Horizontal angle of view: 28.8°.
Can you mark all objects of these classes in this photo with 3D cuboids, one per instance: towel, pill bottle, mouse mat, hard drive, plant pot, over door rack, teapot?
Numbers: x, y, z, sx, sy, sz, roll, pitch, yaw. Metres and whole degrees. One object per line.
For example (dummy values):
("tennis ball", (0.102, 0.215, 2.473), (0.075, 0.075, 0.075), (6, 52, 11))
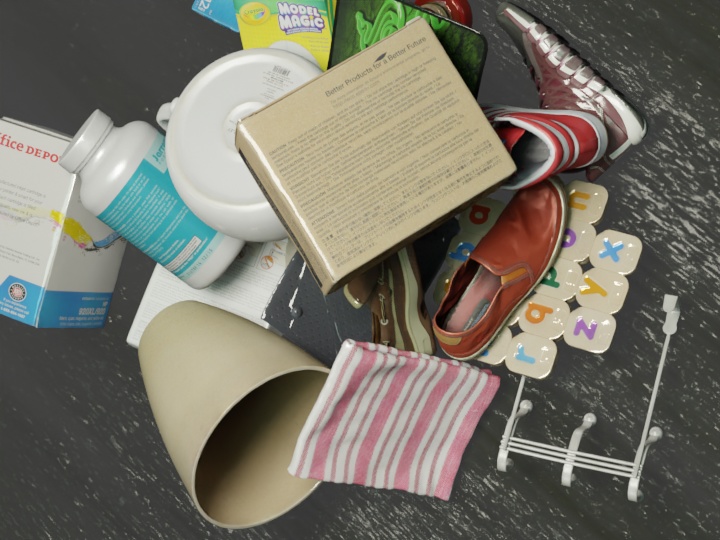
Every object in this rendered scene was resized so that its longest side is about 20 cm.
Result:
("towel", (0.037, 0.151, 1.381), (0.030, 0.198, 0.148), (39, 111, 52))
("pill bottle", (-0.213, -0.078, 1.454), (0.199, 0.111, 0.111), (37, 103, -17))
("mouse mat", (0.036, -0.167, 1.346), (0.159, 0.008, 0.202), (25, 131, 18))
("hard drive", (0.000, 0.000, 1.433), (0.134, 0.042, 0.201), (35, 83, -7))
("plant pot", (-0.137, 0.120, 1.406), (0.200, 0.186, 0.189), (41, 103, 39))
("over door rack", (0.227, 0.115, 1.376), (0.146, 0.067, 0.203), (10, 78, 21))
("teapot", (-0.091, -0.110, 1.369), (0.195, 0.146, 0.202), (-21, 68, 5))

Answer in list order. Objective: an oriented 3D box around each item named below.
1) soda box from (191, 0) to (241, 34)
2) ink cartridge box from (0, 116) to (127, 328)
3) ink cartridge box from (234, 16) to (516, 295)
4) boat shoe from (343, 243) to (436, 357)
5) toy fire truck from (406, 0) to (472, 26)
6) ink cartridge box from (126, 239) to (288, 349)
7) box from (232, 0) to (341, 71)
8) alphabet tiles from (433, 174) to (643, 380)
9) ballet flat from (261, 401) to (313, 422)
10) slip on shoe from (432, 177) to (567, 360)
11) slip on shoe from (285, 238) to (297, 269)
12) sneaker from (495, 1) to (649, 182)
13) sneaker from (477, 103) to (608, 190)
("soda box", (-0.104, -0.356, 1.522), (0.067, 0.064, 0.202), (28, 98, 20))
("ink cartridge box", (-0.353, -0.053, 1.564), (0.146, 0.144, 0.203), (19, 95, 22))
("ink cartridge box", (0.012, -0.101, 1.244), (0.199, 0.075, 0.166), (-31, 84, -13))
("boat shoe", (0.021, 0.014, 1.345), (0.074, 0.075, 0.204), (-16, 124, -1))
("toy fire truck", (0.020, -0.216, 1.455), (0.198, 0.112, 0.170), (25, 121, 21))
("ink cartridge box", (-0.150, 0.017, 1.545), (0.160, 0.050, 0.202), (20, 81, 22))
("box", (-0.059, -0.216, 1.412), (0.116, 0.048, 0.202), (9, 124, 31))
("alphabet tiles", (0.174, 0.003, 1.385), (0.194, 0.015, 0.202), (15, 80, 28))
("ballet flat", (-0.022, 0.139, 1.469), (0.198, 0.068, 0.064), (-17, 118, 29))
("slip on shoe", (0.136, -0.006, 1.362), (0.074, 0.061, 0.201), (32, 87, 31))
("slip on shoe", (-0.034, -0.040, 1.477), (0.060, 0.076, 0.203), (-4, 79, 30))
("sneaker", (0.182, -0.168, 1.396), (0.200, 0.075, 0.116), (46, 107, 16))
("sneaker", (0.125, -0.120, 1.346), (0.198, 0.112, 0.072), (1, 103, 37))
